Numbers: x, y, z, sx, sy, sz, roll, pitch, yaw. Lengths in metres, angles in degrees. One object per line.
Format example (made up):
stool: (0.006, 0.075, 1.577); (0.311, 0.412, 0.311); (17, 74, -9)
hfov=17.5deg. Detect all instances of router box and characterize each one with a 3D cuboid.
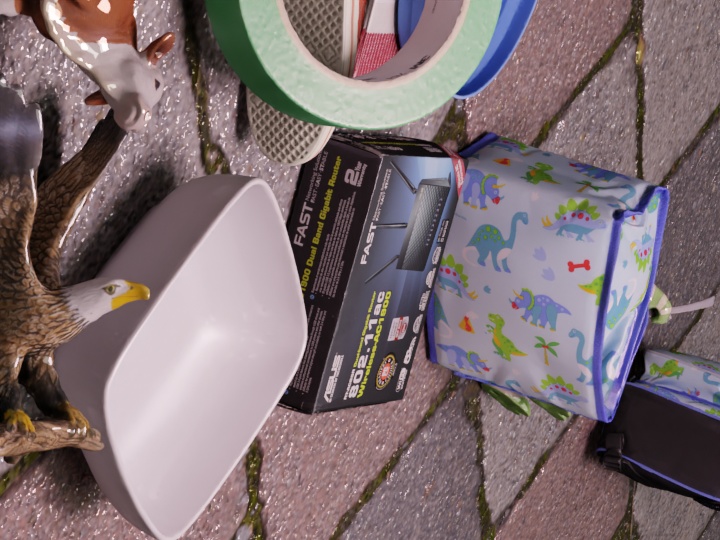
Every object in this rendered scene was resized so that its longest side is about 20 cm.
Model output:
router box: (0.000, 0.000, 1.716); (0.150, 0.062, 0.201); (-3, 110, -62)

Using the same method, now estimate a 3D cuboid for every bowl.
bowl: (0.086, -0.227, 1.715); (0.201, 0.039, 0.201); (-50, 151, -41)
bowl: (-0.122, 0.051, 1.489); (0.200, 0.074, 0.200); (-57, 151, -30)

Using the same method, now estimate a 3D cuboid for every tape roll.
tape roll: (-0.002, -0.190, 1.477); (0.199, 0.048, 0.202); (-4, 98, -30)

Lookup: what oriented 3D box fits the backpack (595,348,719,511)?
backpack: (0.357, 0.169, 2.428); (0.148, 0.182, 0.200); (-69, 160, -2)

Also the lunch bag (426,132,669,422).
lunch bag: (0.145, 0.010, 1.896); (0.127, 0.169, 0.201); (-28, 131, -55)

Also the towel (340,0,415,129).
towel: (0.033, -0.202, 1.692); (0.144, 0.023, 0.201); (-11, 118, -64)

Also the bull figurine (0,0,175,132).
bull figurine: (-0.153, -0.173, 1.235); (0.121, 0.065, 0.201); (1, 83, -64)

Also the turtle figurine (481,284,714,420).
turtle figurine: (0.209, 0.053, 2.090); (0.194, 0.143, 0.200); (-58, 149, -18)

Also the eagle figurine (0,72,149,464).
eagle figurine: (-0.188, 0.004, 1.297); (0.152, 0.150, 0.201); (154, -73, -70)

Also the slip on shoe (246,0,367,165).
slip on shoe: (-0.025, -0.167, 1.543); (0.061, 0.074, 0.201); (-3, 105, -67)
